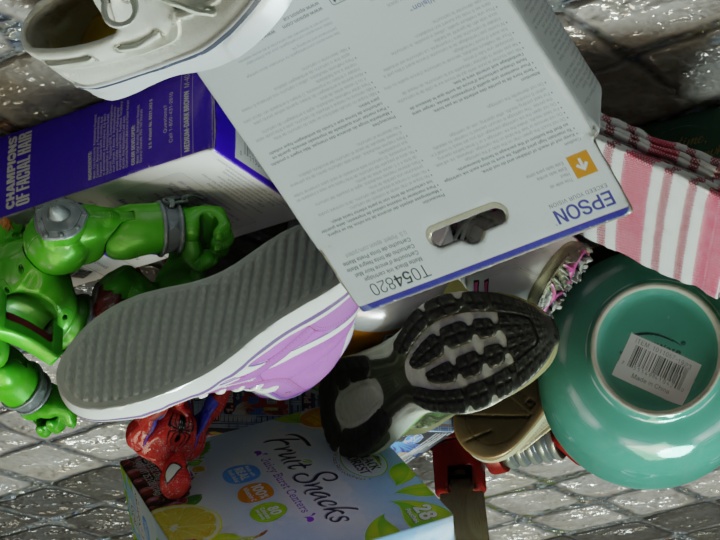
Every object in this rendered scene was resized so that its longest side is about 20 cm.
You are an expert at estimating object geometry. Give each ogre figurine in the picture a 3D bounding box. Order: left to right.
[{"bbox_3d":[-0.175,0.019,1.323,0.119,0.099,0.199,21,146,-38],"label":"ogre figurine"}]

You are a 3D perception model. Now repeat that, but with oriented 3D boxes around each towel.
[{"bbox_3d":[0.145,-0.058,1.332,0.199,0.030,0.147,26,160,13],"label":"towel"}]

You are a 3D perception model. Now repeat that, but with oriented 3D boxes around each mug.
[{"bbox_3d":[0.207,0.057,1.447,0.184,0.153,0.114,-22,166,0],"label":"mug"}]

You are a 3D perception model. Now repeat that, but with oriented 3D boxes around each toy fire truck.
[{"bbox_3d":[0.117,0.124,1.629,0.175,0.202,0.129,-11,156,19],"label":"toy fire truck"}]

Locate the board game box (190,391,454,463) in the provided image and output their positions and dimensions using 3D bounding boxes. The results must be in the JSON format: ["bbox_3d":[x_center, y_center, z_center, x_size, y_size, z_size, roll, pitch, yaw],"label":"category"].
[{"bbox_3d":[-0.063,0.109,1.592,0.198,0.062,0.200,8,156,-23],"label":"board game box"}]

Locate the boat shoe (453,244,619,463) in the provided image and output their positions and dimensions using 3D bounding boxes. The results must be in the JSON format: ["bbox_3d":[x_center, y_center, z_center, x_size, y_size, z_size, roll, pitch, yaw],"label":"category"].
[{"bbox_3d":[0.145,0.057,1.553,0.200,0.072,0.065,-48,162,-2],"label":"boat shoe"}]

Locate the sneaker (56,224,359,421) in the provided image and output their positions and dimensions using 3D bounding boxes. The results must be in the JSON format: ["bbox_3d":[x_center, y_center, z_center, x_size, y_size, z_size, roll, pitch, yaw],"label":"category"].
[{"bbox_3d":[-0.084,0.058,1.314,0.199,0.073,0.115,-23,147,-18],"label":"sneaker"}]

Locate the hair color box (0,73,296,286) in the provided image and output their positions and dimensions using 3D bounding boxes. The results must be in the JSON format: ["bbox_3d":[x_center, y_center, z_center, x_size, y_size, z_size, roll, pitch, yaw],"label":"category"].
[{"bbox_3d":[-0.141,-0.055,1.359,0.199,0.065,0.109,-17,152,27],"label":"hair color box"}]

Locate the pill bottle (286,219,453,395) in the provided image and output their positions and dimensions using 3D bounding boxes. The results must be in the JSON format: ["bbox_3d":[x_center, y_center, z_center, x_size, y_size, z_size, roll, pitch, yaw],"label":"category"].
[{"bbox_3d":[0.000,0.000,1.440,0.110,0.112,0.200,1,157,-10],"label":"pill bottle"}]

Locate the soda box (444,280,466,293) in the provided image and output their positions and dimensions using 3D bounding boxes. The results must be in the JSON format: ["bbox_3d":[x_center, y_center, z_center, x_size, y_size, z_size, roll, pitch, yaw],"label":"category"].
[{"bbox_3d":[-0.007,0.039,1.593,0.198,0.065,0.068,-6,157,5],"label":"soda box"}]

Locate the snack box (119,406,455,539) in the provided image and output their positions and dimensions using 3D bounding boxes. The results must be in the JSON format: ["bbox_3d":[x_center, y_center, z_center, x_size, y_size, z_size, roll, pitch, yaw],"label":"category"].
[{"bbox_3d":[-0.048,0.165,1.414,0.167,0.068,0.200,-14,-156,-15],"label":"snack box"}]

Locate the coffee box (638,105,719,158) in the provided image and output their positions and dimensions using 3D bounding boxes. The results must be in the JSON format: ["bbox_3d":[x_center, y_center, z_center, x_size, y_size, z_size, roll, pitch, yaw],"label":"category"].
[{"bbox_3d":[0.244,-0.045,1.445,0.122,0.044,0.200,-13,155,25],"label":"coffee box"}]

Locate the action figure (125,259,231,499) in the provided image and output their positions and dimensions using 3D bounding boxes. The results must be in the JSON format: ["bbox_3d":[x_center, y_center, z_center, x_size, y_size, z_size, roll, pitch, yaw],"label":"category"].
[{"bbox_3d":[-0.113,0.045,1.422,0.065,0.202,0.099,14,149,-35],"label":"action figure"}]

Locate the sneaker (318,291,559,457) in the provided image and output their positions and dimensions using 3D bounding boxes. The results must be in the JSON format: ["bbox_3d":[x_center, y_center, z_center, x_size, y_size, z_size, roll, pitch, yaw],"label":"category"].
[{"bbox_3d":[0.061,0.059,1.391,0.088,0.078,0.199,-8,168,-44],"label":"sneaker"}]

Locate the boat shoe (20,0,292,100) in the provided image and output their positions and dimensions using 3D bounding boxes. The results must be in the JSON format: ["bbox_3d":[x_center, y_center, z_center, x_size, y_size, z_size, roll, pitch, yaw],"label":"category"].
[{"bbox_3d":[-0.114,-0.149,1.144,0.086,0.075,0.201,20,158,-36],"label":"boat shoe"}]

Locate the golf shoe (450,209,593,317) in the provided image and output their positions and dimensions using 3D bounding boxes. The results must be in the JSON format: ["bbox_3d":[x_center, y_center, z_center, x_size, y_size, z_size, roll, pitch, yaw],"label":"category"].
[{"bbox_3d":[0.092,-0.004,1.418,0.092,0.073,0.200,36,176,-3],"label":"golf shoe"}]

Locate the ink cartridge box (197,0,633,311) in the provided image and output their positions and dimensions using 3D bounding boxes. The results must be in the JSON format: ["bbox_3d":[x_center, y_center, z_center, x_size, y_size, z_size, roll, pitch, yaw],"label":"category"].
[{"bbox_3d":[0.026,-0.091,1.182,0.199,0.041,0.201,-20,112,36],"label":"ink cartridge box"}]
